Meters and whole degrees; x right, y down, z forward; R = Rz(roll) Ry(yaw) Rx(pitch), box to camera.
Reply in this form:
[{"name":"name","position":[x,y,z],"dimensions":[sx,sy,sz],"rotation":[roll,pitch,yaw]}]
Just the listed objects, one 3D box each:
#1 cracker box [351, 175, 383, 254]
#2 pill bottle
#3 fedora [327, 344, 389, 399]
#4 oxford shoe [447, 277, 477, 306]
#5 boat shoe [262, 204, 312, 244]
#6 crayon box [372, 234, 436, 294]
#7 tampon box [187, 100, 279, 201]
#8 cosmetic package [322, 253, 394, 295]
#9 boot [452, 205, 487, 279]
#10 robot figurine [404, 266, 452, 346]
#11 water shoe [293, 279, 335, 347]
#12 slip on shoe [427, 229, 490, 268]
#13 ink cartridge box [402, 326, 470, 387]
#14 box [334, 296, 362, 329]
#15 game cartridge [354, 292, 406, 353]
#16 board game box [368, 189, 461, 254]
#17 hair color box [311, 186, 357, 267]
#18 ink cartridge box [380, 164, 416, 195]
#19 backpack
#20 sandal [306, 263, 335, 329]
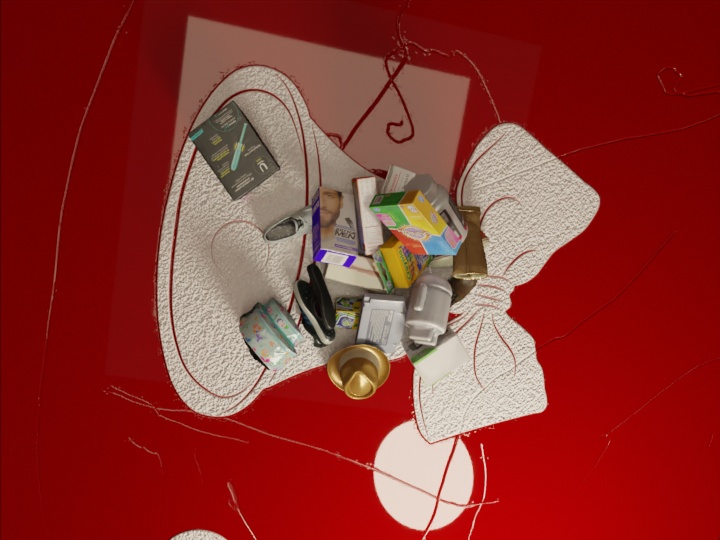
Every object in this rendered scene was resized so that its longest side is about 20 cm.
[{"name":"cracker box","position":[0.020,-0.153,1.464],"dimensions":[0.056,0.134,0.205],"rotation":[-8,100,-6]},{"name":"pill bottle","position":[0.191,-0.150,1.375],"dimensions":[0.110,0.111,0.200],"rotation":[-41,131,1]},{"name":"fedora","position":[-0.003,0.302,1.521],"dimensions":[0.196,0.083,0.204],"rotation":[-2,127,-3]},{"name":"oxford shoe","position":[0.265,0.075,1.553],"dimensions":[0.199,0.084,0.073],"rotation":[-37,99,-2]},{"name":"boat shoe","position":[-0.177,-0.124,1.475],"dimensions":[0.198,0.071,0.071],"rotation":[-26,100,-5]},{"name":"crayon box","position":[0.124,-0.042,1.447],"dimensions":[0.200,0.051,0.127],"rotation":[-44,121,-38]},{"name":"tampon box","position":[-0.325,-0.309,1.403],"dimensions":[0.149,0.126,0.202],"rotation":[-34,102,0]},{"name":"cosmetic package","position":[0.000,0.000,1.501],"dimensions":[0.196,0.103,0.089],"rotation":[14,94,-10]},{"name":"boot","position":[0.263,-0.079,1.486],"dimensions":[0.171,0.066,0.204],"rotation":[-1,71,7]},{"name":"robot figurine","position":[0.184,0.096,1.438],"dimensions":[0.111,0.170,0.204],"rotation":[5,70,25]},{"name":"water shoe","position":[-0.148,0.127,1.516],"dimensions":[0.079,0.071,0.203],"rotation":[-35,80,37]},{"name":"slip on shoe","position":[0.275,-0.062,1.548],"dimensions":[0.197,0.074,0.062],"rotation":[-25,69,3]},{"name":"ink cartridge box","position":[0.208,0.228,1.511],"dimensions":[0.144,0.200,0.085],"rotation":[-34,99,-1]},{"name":"box","position":[0.023,0.126,1.532],"dimensions":[0.195,0.071,0.065],"rotation":[3,123,-7]},{"name":"game cartridge","position":[0.059,0.148,1.483],"dimensions":[0.130,0.042,0.203],"rotation":[2,128,-11]},{"name":"board game box","position":[0.135,-0.113,1.314],"dimensions":[0.200,0.151,0.041],"rotation":[43,65,-34]},{"name":"hair color box","position":[-0.070,-0.117,1.427],"dimensions":[0.107,0.065,0.203],"rotation":[11,55,-24]},{"name":"ink cartridge box","position":[0.106,-0.207,1.427],"dimensions":[0.066,0.200,0.119],"rotation":[21,96,11]},{"name":"backpack","position":[-0.243,0.176,1.449],"dimensions":[0.150,0.200,0.179],"rotation":[-38,100,0]},{"name":"sandal","position":[-0.115,0.079,1.483],"dimensions":[0.047,0.075,0.203],"rotation":[-28,61,17]}]
